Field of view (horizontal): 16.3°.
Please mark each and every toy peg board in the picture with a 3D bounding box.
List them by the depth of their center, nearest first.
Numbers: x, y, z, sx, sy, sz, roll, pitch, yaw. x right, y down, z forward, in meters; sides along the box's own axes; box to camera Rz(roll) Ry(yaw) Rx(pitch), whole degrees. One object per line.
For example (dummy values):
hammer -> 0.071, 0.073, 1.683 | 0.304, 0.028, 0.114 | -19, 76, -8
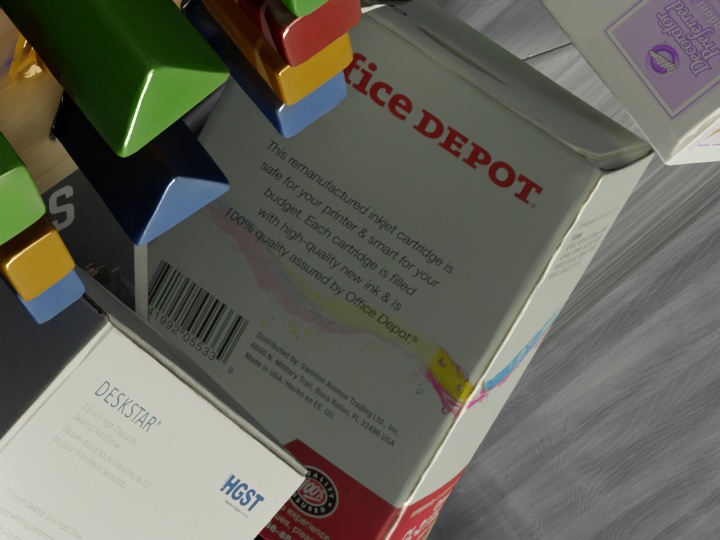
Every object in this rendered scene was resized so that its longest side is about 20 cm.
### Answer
toy peg board -> -0.081, -0.039, 0.639 | 0.200, 0.098, 0.199 | -36, 159, -7

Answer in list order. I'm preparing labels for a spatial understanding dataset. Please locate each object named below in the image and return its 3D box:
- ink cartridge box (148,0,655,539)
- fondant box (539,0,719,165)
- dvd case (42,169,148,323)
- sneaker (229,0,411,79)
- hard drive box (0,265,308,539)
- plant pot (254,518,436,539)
ink cartridge box -> 0.000, 0.000, 0.980 | 0.200, 0.146, 0.083 | -60, 165, 19
fondant box -> 0.120, -0.117, 1.025 | 0.058, 0.144, 0.200 | -39, 172, 17
dvd case -> -0.133, 0.015, 0.807 | 0.150, 0.025, 0.200 | -30, 144, -29
sneaker -> 0.021, -0.119, 0.840 | 0.200, 0.080, 0.074 | -41, 173, 32
hard drive box -> -0.132, 0.094, 0.795 | 0.200, 0.077, 0.156 | -48, 149, -3
plant pot -> -0.069, 0.101, 1.407 | 0.186, 0.187, 0.200 | -34, -177, -19
